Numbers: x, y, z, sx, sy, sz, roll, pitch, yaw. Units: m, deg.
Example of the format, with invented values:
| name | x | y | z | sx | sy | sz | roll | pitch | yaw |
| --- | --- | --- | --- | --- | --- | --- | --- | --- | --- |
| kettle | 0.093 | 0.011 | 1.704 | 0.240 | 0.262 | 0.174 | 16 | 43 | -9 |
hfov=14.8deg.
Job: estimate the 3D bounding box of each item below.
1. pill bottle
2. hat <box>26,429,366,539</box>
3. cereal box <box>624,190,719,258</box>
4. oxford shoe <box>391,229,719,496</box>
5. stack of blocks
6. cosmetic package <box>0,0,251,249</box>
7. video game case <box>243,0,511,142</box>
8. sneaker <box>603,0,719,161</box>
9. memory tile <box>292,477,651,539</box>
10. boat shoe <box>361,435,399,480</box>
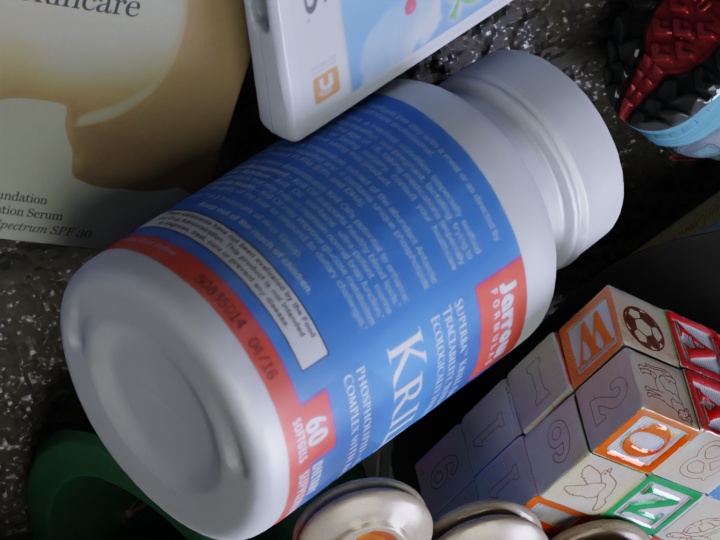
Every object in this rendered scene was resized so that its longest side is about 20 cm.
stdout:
| name | x | y | z | sx | sy | sz | roll | pitch | yaw |
| --- | --- | --- | --- | --- | --- | --- | --- | --- | --- |
| pill bottle | 0.000 | 0.000 | 0.996 | 0.200 | 0.112 | 0.113 | -34 | 134 | -31 |
| hat | -0.017 | 0.083 | 1.125 | 0.176 | 0.166 | 0.200 | -39 | 174 | -29 |
| cereal box | 0.213 | 0.022 | 1.173 | 0.199 | 0.040 | 0.144 | 28 | 131 | -33 |
| oxford shoe | 0.108 | 0.038 | 1.117 | 0.199 | 0.072 | 0.071 | -27 | 169 | 17 |
| stack of blocks | 0.078 | 0.103 | 1.068 | 0.115 | 0.059 | 0.200 | 21 | 129 | -33 |
| cosmetic package | -0.087 | -0.110 | 0.975 | 0.104 | 0.071 | 0.201 | 4 | 121 | -24 |
| video game case | 0.035 | -0.164 | 0.956 | 0.200 | 0.022 | 0.183 | -35 | 139 | -27 |
| sneaker | 0.187 | -0.119 | 1.085 | 0.200 | 0.080 | 0.095 | -39 | 145 | 13 |
| memory tile | 0.011 | 0.158 | 1.035 | 0.152 | 0.017 | 0.201 | 13 | 125 | -29 |
| boat shoe | -0.009 | 0.132 | 1.174 | 0.066 | 0.074 | 0.201 | -8 | 110 | -53 |
